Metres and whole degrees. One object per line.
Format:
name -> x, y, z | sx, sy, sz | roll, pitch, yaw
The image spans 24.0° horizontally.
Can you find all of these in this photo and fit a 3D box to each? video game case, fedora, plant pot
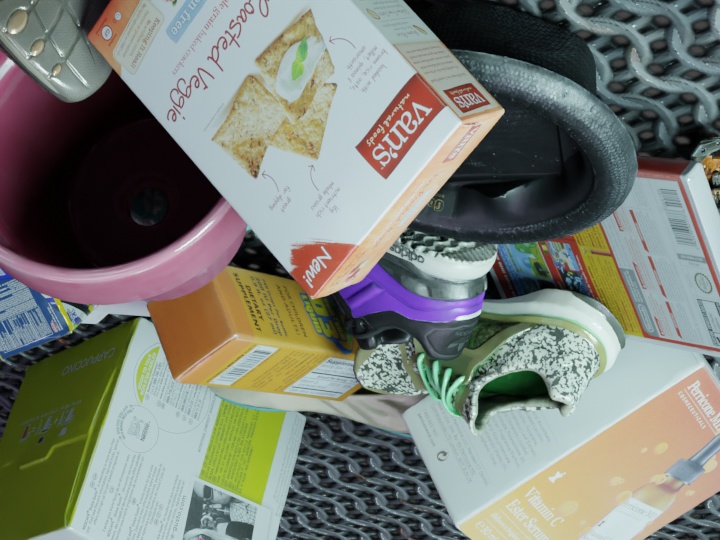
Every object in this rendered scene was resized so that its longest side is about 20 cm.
video game case -> 0.147, -0.015, 1.058 | 0.199, 0.017, 0.144 | 11, 137, 46
fedora -> 0.066, -0.097, 0.981 | 0.198, 0.092, 0.201 | 11, 150, 7
plant pot -> -0.144, -0.066, 1.054 | 0.198, 0.202, 0.179 | 10, 166, 8

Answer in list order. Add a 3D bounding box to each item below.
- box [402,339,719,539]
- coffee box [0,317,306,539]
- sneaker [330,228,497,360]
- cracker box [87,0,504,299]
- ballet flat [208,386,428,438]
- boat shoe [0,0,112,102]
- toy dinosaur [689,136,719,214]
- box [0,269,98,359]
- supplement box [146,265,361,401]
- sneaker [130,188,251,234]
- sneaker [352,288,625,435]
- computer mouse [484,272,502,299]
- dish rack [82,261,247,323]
box -> 0.158, 0.117, 1.190 | 0.199, 0.107, 0.152 | -34, 137, 9
coffee box -> -0.198, 0.190, 1.481 | 0.197, 0.202, 0.199 | 33, 146, -28
sneaker -> 0.000, 0.000, 1.106 | 0.199, 0.069, 0.101 | 28, 123, 40
cracker box -> -0.038, -0.105, 0.899 | 0.200, 0.058, 0.134 | 48, 119, 13
ballet flat -> -0.028, 0.082, 1.373 | 0.198, 0.070, 0.070 | 9, 150, 6
boat shoe -> -0.210, -0.182, 0.955 | 0.201, 0.074, 0.073 | 56, 154, -10
toy dinosaur -> 0.228, -0.029, 1.055 | 0.199, 0.102, 0.136 | 6, 139, 53
box -> -0.247, -0.049, 1.124 | 0.064, 0.070, 0.202 | -20, 104, 21
supplement box -> -0.060, 0.047, 1.225 | 0.069, 0.067, 0.199 | -35, 155, 23
sneaker -> -0.159, -0.056, 1.197 | 0.198, 0.078, 0.091 | 11, 167, 14
sneaker -> 0.070, 0.066, 1.107 | 0.198, 0.089, 0.077 | -10, 126, 36
computer mouse -> 0.061, 0.024, 1.183 | 0.199, 0.053, 0.139 | 35, 109, -19
dish rack -> -0.178, 0.012, 1.276 | 0.198, 0.044, 0.172 | 3, 168, 19
